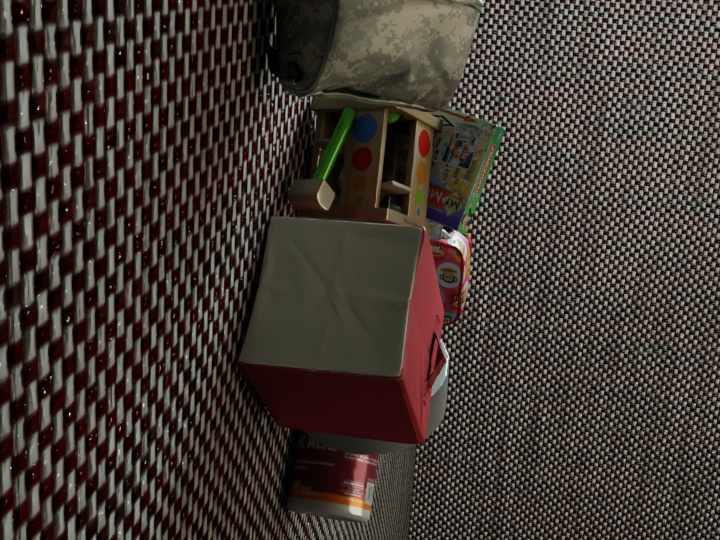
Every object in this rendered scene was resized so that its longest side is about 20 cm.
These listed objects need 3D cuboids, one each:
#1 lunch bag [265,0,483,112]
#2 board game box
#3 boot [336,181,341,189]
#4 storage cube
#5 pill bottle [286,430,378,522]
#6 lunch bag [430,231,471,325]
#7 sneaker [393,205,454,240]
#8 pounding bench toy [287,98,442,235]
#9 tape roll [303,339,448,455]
[{"bbox_3d":[0.014,-0.246,0.986,0.197,0.138,0.172,1,96,-37],"label":"lunch bag"},{"bbox_3d":[0.072,-0.144,1.274,0.029,0.198,0.137,12,100,-56],"label":"board game box"},{"bbox_3d":[0.003,-0.194,1.411,0.176,0.065,0.204,-70,163,-59],"label":"boot"},{"bbox_3d":[-0.011,0.064,1.077,0.181,0.196,0.174,69,29,-60],"label":"storage cube"},{"bbox_3d":[-0.029,0.223,1.344,0.114,0.112,0.204,70,27,-72],"label":"pill bottle"},{"bbox_3d":[0.072,-0.012,1.576,0.082,0.196,0.179,-63,160,-53],"label":"lunch bag"},{"bbox_3d":[0.076,-0.069,1.368,0.199,0.099,0.079,-25,-150,53],"label":"sneaker"},{"bbox_3d":[-0.003,-0.136,1.182,0.199,0.122,0.160,12,83,-60],"label":"pounding bench toy"},{"bbox_3d":[0.009,0.131,1.239,0.202,0.196,0.067,-71,165,-55],"label":"tape roll"}]
